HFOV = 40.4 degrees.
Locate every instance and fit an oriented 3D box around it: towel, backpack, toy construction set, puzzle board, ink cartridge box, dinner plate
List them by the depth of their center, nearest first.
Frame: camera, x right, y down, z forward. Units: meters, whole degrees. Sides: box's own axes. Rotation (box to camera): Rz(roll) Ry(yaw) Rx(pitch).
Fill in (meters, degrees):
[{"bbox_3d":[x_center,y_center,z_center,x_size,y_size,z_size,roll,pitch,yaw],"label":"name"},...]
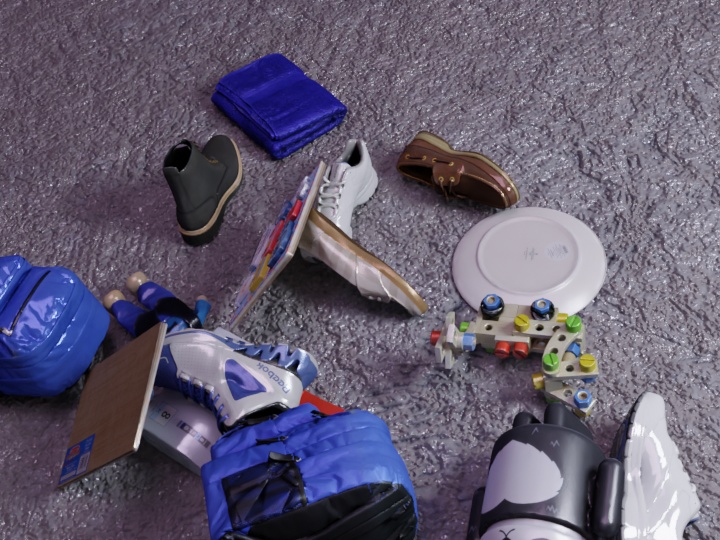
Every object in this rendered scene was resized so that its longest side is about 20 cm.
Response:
[{"bbox_3d":[-0.050,0.224,1.001,0.197,0.164,0.169,-17,49,-2],"label":"backpack"},{"bbox_3d":[-0.284,0.159,1.123,0.199,0.017,0.153,-31,43,45],"label":"puzzle board"},{"bbox_3d":[0.180,0.090,1.137,0.197,0.093,0.132,13,53,8],"label":"toy construction set"},{"bbox_3d":[-0.142,0.171,1.152,0.198,0.048,0.160,23,57,30],"label":"ink cartridge box"},{"bbox_3d":[-0.431,0.068,1.217,0.197,0.169,0.164,6,57,24],"label":"backpack"},{"bbox_3d":[-0.107,-0.037,1.244,0.017,0.151,0.201,32,37,-13],"label":"puzzle board"},{"bbox_3d":[0.216,-0.014,1.258,0.197,0.024,0.202,-5,50,6],"label":"dinner plate"},{"bbox_3d":[-0.130,-0.265,1.524,0.147,0.050,0.200,-34,52,-17],"label":"towel"}]

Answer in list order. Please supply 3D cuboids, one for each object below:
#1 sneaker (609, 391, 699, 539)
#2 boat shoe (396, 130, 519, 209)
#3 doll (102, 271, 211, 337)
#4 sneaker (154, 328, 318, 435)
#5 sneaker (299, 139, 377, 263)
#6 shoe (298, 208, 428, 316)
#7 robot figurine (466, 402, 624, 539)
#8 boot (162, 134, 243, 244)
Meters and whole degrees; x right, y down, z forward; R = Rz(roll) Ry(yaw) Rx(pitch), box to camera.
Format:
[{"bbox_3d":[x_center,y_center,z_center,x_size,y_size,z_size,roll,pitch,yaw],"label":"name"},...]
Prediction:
[{"bbox_3d":[0.302,0.221,1.008,0.086,0.075,0.202,11,58,4],"label":"sneaker"},{"bbox_3d":[0.131,-0.125,1.343,0.068,0.072,0.199,-43,49,-18],"label":"boat shoe"},{"bbox_3d":[-0.254,0.069,1.237,0.136,0.049,0.199,-41,40,-21],"label":"doll"},{"bbox_3d":[-0.153,0.139,1.105,0.196,0.081,0.116,5,50,9],"label":"sneaker"},{"bbox_3d":[-0.037,-0.097,1.337,0.073,0.088,0.202,10,54,16],"label":"sneaker"},{"bbox_3d":[0.000,0.000,1.247,0.199,0.070,0.054,38,93,12],"label":"shoe"},{"bbox_3d":[0.183,0.235,0.980,0.123,0.151,0.202,15,52,2],"label":"robot figurine"},{"bbox_3d":[-0.223,-0.158,1.391,0.076,0.139,0.202,-3,48,9],"label":"boot"}]
